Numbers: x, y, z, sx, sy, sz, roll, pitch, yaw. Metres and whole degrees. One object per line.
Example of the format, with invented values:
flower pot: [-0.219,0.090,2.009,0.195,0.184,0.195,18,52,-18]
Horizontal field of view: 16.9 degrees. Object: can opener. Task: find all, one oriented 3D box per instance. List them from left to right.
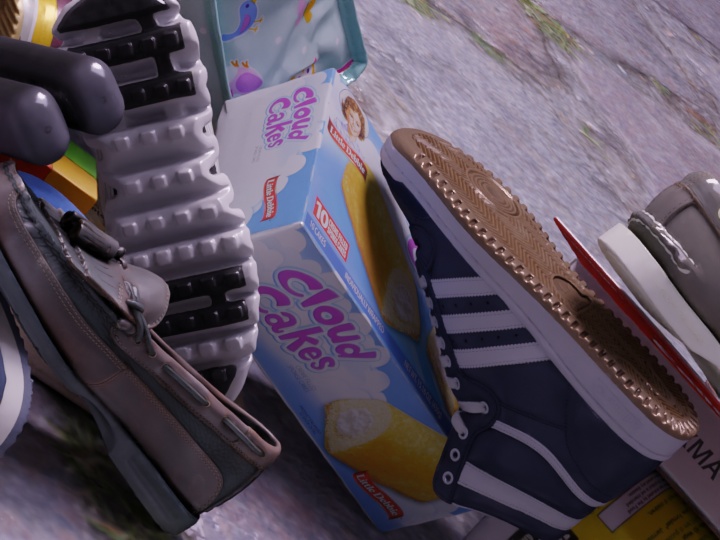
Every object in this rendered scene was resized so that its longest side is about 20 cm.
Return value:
can opener: [-0.158,-0.063,1.023,0.200,0.053,0.067,18,-46,55]

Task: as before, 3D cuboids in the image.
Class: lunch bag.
lunch bag: [-0.100,-0.176,1.207,0.170,0.122,0.200,21,-40,36]

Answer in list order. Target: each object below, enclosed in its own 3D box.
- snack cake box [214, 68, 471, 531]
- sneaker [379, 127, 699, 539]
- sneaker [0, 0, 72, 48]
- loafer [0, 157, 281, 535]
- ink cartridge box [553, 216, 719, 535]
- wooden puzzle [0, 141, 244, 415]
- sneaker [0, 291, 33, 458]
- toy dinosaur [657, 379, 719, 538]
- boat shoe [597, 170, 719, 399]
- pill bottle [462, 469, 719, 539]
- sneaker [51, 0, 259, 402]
snack cake box: [-0.001,0.016,1.170,0.200,0.067,0.115,56,31,-34]
sneaker: [0.054,0.035,1.128,0.200,0.109,0.070,49,25,15]
sneaker: [-0.161,-0.111,1.165,0.090,0.075,0.200,20,9,-26]
loafer: [-0.097,0.024,0.991,0.200,0.063,0.072,62,1,-39]
ink cartridge box: [0.156,0.076,1.183,0.200,0.044,0.174,50,3,19]
wooden puzzle: [-0.122,-0.006,1.143,0.185,0.046,0.200,37,20,-21]
sneaker: [-0.198,-0.012,0.957,0.082,0.070,0.200,24,25,-52]
toy dinosaur: [0.188,0.117,1.314,0.135,0.200,0.086,8,28,23]
boat shoe: [0.186,0.034,1.126,0.202,0.060,0.072,48,1,-34]
pill bottle: [0.148,0.183,1.192,0.200,0.112,0.112,48,19,13]
sneaker: [-0.085,-0.031,1.056,0.081,0.075,0.200,-99,-177,-78]
